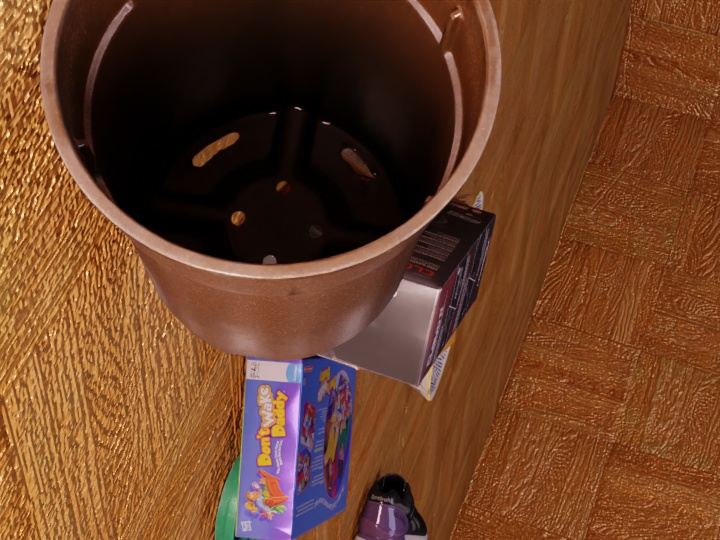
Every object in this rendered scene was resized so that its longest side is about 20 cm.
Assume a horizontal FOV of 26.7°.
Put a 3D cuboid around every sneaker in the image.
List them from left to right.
[{"bbox_3d":[0.049,0.298,1.899,0.200,0.075,0.089,9,91,-78],"label":"sneaker"}]

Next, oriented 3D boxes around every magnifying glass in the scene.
[{"bbox_3d":[-0.095,0.220,1.247,0.201,0.022,0.080,90,20,-48],"label":"magnifying glass"}]

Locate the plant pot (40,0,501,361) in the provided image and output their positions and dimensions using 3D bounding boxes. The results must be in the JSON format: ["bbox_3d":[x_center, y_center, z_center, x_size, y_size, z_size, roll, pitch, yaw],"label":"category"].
[{"bbox_3d":[-0.042,-0.055,0.739,0.199,0.198,0.202,98,12,-68],"label":"plant pot"}]

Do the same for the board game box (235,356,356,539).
[{"bbox_3d":[-0.048,0.134,1.215,0.200,0.044,0.136,12,82,-78],"label":"board game box"}]

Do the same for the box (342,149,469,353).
[{"bbox_3d":[0.029,-0.009,1.262,0.041,0.119,0.201,-36,150,-29],"label":"box"}]

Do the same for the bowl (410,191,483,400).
[{"bbox_3d":[0.047,0.013,1.426,0.201,0.093,0.203,14,90,-83],"label":"bowl"}]

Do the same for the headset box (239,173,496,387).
[{"bbox_3d":[0.000,0.000,1.073,0.200,0.147,0.078,-44,149,-66],"label":"headset box"}]
